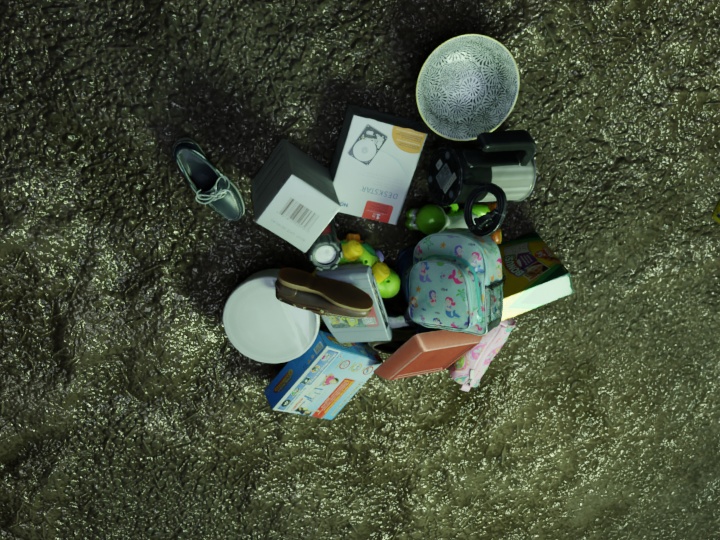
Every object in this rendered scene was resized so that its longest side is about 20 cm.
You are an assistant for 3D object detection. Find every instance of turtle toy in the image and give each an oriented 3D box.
[{"bbox_3d":[0.000,0.000,1.625,0.200,0.101,0.146,37,129,-20],"label":"turtle toy"}]

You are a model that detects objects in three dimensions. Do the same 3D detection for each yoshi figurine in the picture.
[{"bbox_3d":[0.194,-0.099,1.587,0.199,0.113,0.112,2,146,-1],"label":"yoshi figurine"}]

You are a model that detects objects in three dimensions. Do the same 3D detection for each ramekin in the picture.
[{"bbox_3d":[-0.184,0.088,1.633,0.202,0.094,0.203,1,111,2],"label":"ramekin"}]

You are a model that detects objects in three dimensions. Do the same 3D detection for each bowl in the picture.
[{"bbox_3d":[0.194,-0.359,1.473,0.200,0.094,0.201,-4,118,-7],"label":"bowl"}]

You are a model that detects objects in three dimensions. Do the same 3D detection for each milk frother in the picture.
[{"bbox_3d":[0.261,-0.157,1.494,0.188,0.180,0.201,-6,79,-28],"label":"milk frother"}]

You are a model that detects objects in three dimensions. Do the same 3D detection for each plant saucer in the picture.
[{"bbox_3d":[0.157,0.185,1.692,0.199,0.037,0.200,-6,154,-33],"label":"plant saucer"}]

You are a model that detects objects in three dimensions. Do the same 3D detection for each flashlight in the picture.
[{"bbox_3d":[-0.077,-0.072,1.520,0.068,0.200,0.068,-9,120,-4],"label":"flashlight"}]

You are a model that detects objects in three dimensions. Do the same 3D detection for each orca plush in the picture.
[{"bbox_3d":[0.032,0.086,1.684,0.200,0.071,0.105,-14,142,40],"label":"orca plush"}]

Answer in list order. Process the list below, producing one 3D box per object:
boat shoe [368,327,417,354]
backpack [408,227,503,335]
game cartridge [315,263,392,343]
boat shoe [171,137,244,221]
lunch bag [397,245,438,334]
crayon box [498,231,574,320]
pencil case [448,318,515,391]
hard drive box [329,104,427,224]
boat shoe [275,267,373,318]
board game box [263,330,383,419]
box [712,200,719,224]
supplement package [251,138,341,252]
[{"bbox_3d":[0.114,0.174,1.757,0.199,0.076,0.072,3,117,-12],"label":"boat shoe"},{"bbox_3d":[0.183,0.019,1.501,0.150,0.177,0.201,-10,105,-54],"label":"backpack"},{"bbox_3d":[-0.020,0.074,1.601,0.133,0.041,0.200,-3,130,21],"label":"game cartridge"},{"bbox_3d":[-0.295,-0.170,1.509,0.075,0.062,0.200,-28,120,4],"label":"boat shoe"},{"bbox_3d":[0.164,0.053,1.668,0.135,0.132,0.201,-15,119,-2],"label":"lunch bag"},{"bbox_3d":[0.331,0.010,1.634,0.172,0.200,0.058,-21,119,1],"label":"crayon box"},{"bbox_3d":[0.280,0.182,1.786,0.087,0.088,0.200,20,112,-19],"label":"pencil case"},{"bbox_3d":[0.026,-0.210,1.535,0.155,0.077,0.201,11,116,-14],"label":"hard drive box"},{"bbox_3d":[-0.074,0.055,1.529,0.199,0.070,0.070,20,126,8],"label":"boat shoe"},{"bbox_3d":[-0.081,0.238,1.727,0.196,0.056,0.200,22,114,-47],"label":"board game box"},{"bbox_3d":[0.909,-0.118,1.739,0.199,0.070,0.064,7,119,-13],"label":"box"},{"bbox_3d":[-0.127,-0.147,1.471,0.117,0.200,0.117,32,109,-23],"label":"supplement package"}]
